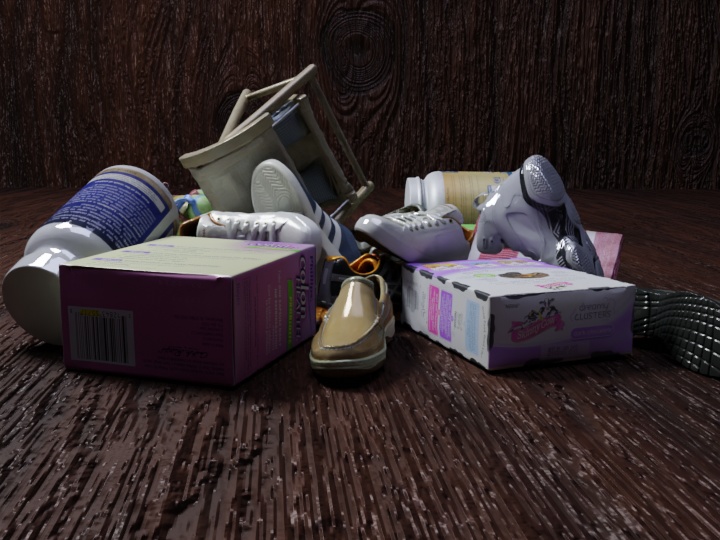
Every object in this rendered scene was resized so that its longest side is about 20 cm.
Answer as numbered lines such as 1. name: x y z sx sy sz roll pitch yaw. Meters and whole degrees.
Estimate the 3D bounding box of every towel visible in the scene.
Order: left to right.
1. towel: 0.236 -0.020 1.077 0.197 0.023 0.145 11 41 18

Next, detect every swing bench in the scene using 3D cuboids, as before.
1. swing bench: -0.101 -0.124 1.084 0.128 0.201 0.201 -11 33 31

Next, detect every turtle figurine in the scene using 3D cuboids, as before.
1. turtle figurine: -0.238 -0.038 1.140 0.192 0.147 0.199 -12 -8 34

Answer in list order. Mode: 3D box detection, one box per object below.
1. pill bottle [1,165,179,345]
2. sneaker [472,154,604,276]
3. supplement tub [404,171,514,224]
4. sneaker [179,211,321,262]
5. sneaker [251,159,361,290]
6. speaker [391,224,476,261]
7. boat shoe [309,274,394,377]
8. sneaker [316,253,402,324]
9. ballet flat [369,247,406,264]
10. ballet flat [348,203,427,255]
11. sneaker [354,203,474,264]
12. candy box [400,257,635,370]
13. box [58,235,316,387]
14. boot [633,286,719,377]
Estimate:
1. pill bottle: -0.281 -0.019 0.872 0.114 0.117 0.201 3 33 14
2. sneaker: 0.214 -0.027 1.001 0.114 0.203 0.075 -27 -8 34
3. supplement tub: 0.176 -0.092 1.380 0.196 0.147 0.145 1 10 -2
4. sneaker: -0.131 -0.029 0.927 0.198 0.074 0.084 5 6 43
5. sneaker: -0.057 -0.050 1.007 0.074 0.202 0.084 -27 8 32
6. speaker: 0.127 -0.025 1.174 0.196 0.090 0.088 1 10 2
7. boat shoe: -0.007 0.044 0.785 0.070 0.078 0.200 2 10 7
8. sneaker: 0.028 0.017 0.946 0.077 0.079 0.198 6 9 41
9. ballet flat: 0.000 0.000 1.080 0.196 0.064 0.069 -1 12 -10
10. ballet flat: 0.006 -0.040 1.117 0.197 0.068 0.064 -22 -23 15
11. sneaker: 0.067 -0.049 0.960 0.072 0.086 0.199 27 5 37
12. candy box: 0.154 0.037 0.852 0.165 0.073 0.200 -3 10 -21
13. box: -0.157 0.031 0.797 0.173 0.099 0.200 3 11 17
14. boot: 0.354 0.052 0.813 0.128 0.069 0.200 4 10 -17
